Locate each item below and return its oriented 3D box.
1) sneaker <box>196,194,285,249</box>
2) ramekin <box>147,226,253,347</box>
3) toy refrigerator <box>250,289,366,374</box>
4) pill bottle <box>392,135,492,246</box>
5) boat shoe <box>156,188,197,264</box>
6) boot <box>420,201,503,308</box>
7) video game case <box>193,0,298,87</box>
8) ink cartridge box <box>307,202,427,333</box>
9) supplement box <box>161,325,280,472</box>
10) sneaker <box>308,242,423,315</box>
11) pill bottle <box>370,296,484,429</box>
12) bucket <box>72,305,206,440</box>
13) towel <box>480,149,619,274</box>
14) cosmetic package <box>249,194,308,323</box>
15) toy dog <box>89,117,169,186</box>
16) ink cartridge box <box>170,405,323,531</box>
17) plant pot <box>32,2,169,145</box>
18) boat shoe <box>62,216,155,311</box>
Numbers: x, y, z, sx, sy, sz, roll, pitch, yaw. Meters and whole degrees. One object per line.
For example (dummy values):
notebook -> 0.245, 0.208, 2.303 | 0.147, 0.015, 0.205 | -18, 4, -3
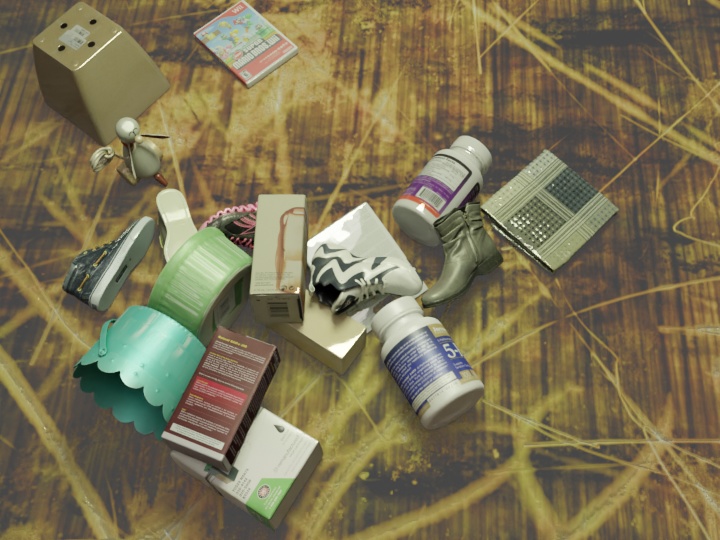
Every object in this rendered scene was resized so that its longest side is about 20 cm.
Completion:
sneaker -> -0.203, -0.071, 1.494 | 0.198, 0.079, 0.096 | -19, 77, -22
ramekin -> -0.263, 0.035, 1.388 | 0.097, 0.200, 0.201 | 32, 69, 11
toy refrigerator -> -0.091, 0.092, 1.415 | 0.199, 0.070, 0.076 | 31, 62, 18
pill bottle -> 0.157, -0.152, 1.498 | 0.111, 0.112, 0.200 | 32, 69, 19
boat shoe -> -0.338, -0.056, 1.515 | 0.071, 0.060, 0.203 | -11, 62, -18
boot -> 0.155, -0.030, 1.416 | 0.199, 0.068, 0.131 | -35, 103, -30
video game case -> -0.250, -0.496, 1.762 | 0.143, 0.017, 0.200 | -39, 66, -15
ink cartridge box -> 0.000, 0.000, 1.479 | 0.162, 0.057, 0.201 | -34, 86, -14
supplement box -> -0.216, 0.199, 1.276 | 0.108, 0.061, 0.201 | 18, 63, 13
sneaker -> 0.001, 0.034, 1.381 | 0.197, 0.080, 0.130 | 20, 48, 0
pill bottle -> 0.104, 0.148, 1.340 | 0.119, 0.120, 0.201 | -29, 64, -11
bucket -> -0.351, 0.165, 1.324 | 0.206, 0.208, 0.135 | 22, 56, 15
towel -> 0.350, -0.110, 1.512 | 0.200, 0.035, 0.193 | -39, 69, -18
cosmetic package -> -0.136, -0.021, 1.384 | 0.086, 0.104, 0.202 | -1, 59, 1
toy dog -> -0.416, -0.213, 1.548 | 0.096, 0.200, 0.132 | 37, 95, 3
ink cartridge box -> -0.182, 0.296, 1.303 | 0.199, 0.085, 0.147 | 27, 66, 17
plant pot -> -0.545, -0.419, 1.654 | 0.199, 0.178, 0.200 | 35, 69, 20
boat shoe -> -0.467, -0.029, 1.502 | 0.090, 0.071, 0.201 | 24, 69, 11
